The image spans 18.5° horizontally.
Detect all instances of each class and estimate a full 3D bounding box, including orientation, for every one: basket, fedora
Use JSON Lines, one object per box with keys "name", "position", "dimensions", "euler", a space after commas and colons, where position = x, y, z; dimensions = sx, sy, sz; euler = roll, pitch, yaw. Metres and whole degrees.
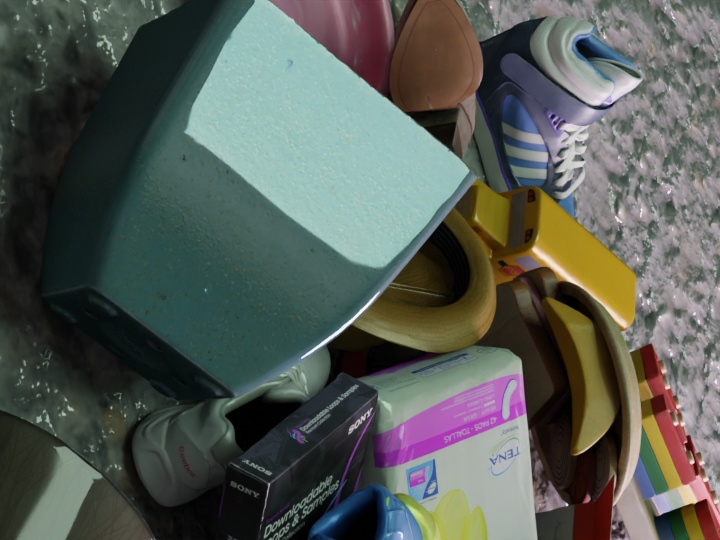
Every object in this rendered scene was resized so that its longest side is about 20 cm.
{"name": "basket", "position": [-0.216, 0.205, 1.199], "dimensions": [0.180, 0.136, 0.200], "euler": [58, 42, -34]}
{"name": "fedora", "position": [0.000, 0.000, 1.584], "dimensions": [0.200, 0.082, 0.201], "euler": [21, 42, -20]}

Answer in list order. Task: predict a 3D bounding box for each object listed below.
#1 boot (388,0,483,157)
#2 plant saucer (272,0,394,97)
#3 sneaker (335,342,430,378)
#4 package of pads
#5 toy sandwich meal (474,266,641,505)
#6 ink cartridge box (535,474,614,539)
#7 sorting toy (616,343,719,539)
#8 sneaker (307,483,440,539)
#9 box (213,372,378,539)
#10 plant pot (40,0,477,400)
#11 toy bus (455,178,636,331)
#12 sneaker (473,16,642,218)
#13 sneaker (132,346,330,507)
{"name": "boot", "position": [0.058, -0.171, 1.712], "dimensions": [0.146, 0.070, 0.200], "euler": [-89, 178, -49]}
{"name": "plant saucer", "position": [-0.050, -0.190, 1.630], "dimensions": [0.200, 0.051, 0.201], "euler": [24, 60, -49]}
{"name": "sneaker", "position": [0.069, 0.100, 1.667], "dimensions": [0.200, 0.098, 0.071], "euler": [31, 53, -49]}
{"name": "package of pads", "position": [0.054, 0.161, 1.541], "dimensions": [0.154, 0.068, 0.200], "euler": [-16, 105, -45]}
{"name": "toy sandwich meal", "position": [0.149, 0.095, 1.720], "dimensions": [0.070, 0.205, 0.206], "euler": [-7, 84, -20]}
{"name": "ink cartridge box", "position": [0.147, 0.256, 1.672], "dimensions": [0.200, 0.057, 0.163], "euler": [94, 2, -65]}
{"name": "sorting toy", "position": [0.255, 0.175, 1.864], "dimensions": [0.200, 0.070, 0.199], "euler": [-84, 151, -70]}
{"name": "sneaker", "position": [-0.027, 0.218, 1.397], "dimensions": [0.200, 0.076, 0.105], "euler": [-60, 148, -18]}
{"name": "box", "position": [-0.051, 0.181, 1.431], "dimensions": [0.143, 0.036, 0.200], "euler": [-37, 144, -53]}
{"name": "plant pot", "position": [-0.089, -0.030, 1.378], "dimensions": [0.196, 0.196, 0.200], "euler": [39, 72, -17]}
{"name": "toy bus", "position": [0.146, -0.011, 1.829], "dimensions": [0.200, 0.078, 0.065], "euler": [37, 51, -44]}
{"name": "sneaker", "position": [0.177, -0.117, 1.846], "dimensions": [0.081, 0.146, 0.200], "euler": [-47, 118, -50]}
{"name": "sneaker", "position": [-0.060, 0.095, 1.479], "dimensions": [0.200, 0.099, 0.078], "euler": [-42, 112, -52]}
